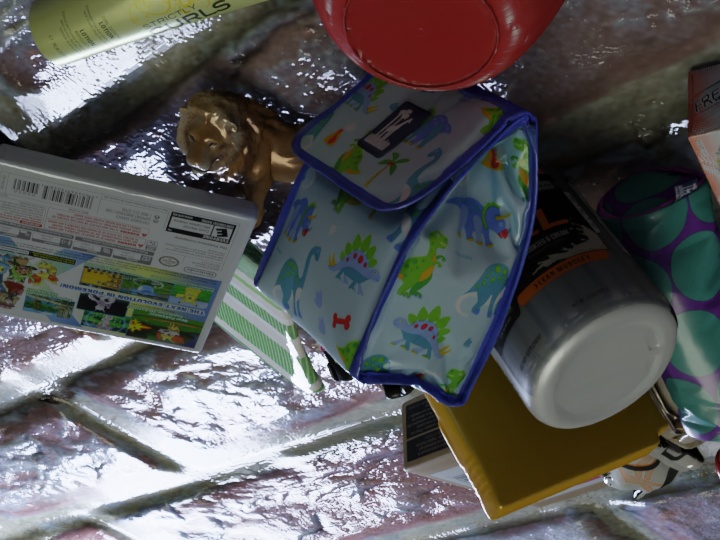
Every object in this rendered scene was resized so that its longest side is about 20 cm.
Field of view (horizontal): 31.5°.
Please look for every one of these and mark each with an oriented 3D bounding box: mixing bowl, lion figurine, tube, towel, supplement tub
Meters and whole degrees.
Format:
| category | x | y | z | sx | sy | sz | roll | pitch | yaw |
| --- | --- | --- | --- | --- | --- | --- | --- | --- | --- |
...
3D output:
| category | x | y | z | sx | sy | sz | roll | pitch | yaw |
| --- | --- | --- | --- | --- | --- | --- | --- | --- | --- |
| mixing bowl | 0.045 | -0.184 | 0.782 | 0.197 | 0.110 | 0.201 | 7 | 145 | 5 |
| lion figurine | -0.044 | -0.087 | 0.995 | 0.197 | 0.073 | 0.123 | 0 | 139 | -8 |
| tube | -0.139 | -0.193 | 0.880 | 0.198 | 0.053 | 0.058 | -13 | 179 | 25 |
| towel | -0.101 | 0.021 | 1.128 | 0.152 | 0.023 | 0.201 | 36 | 157 | 32 |
| supplement tub | 0.129 | 0.004 | 0.923 | 0.121 | 0.201 | 0.124 | -17 | 137 | -17 |

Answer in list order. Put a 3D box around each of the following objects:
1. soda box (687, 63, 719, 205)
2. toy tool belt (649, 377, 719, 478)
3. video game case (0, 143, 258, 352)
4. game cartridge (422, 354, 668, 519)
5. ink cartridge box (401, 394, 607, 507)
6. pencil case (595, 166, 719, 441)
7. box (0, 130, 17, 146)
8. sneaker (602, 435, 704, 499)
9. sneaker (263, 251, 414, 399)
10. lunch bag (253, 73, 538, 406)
| category | x | y | z | sx | sy | sz | roll | pitch | yaw |
| --- | --- | --- | --- | --- | --- | --- | --- | --- | --- |
| soda box | 0.295 | -0.064 | 0.915 | 0.068 | 0.064 | 0.200 | -11 | 140 | 28 |
| toy tool belt | 0.298 | 0.089 | 1.060 | 0.200 | 0.125 | 0.123 | 46 | 134 | 1 |
| video game case | -0.200 | -0.011 | 1.011 | 0.197 | 0.022 | 0.183 | 12 | 138 | -16 |
| game cartridge | 0.124 | 0.074 | 0.986 | 0.174 | 0.202 | 0.033 | -15 | 155 | -28 |
| ink cartridge box | 0.163 | 0.161 | 1.229 | 0.198 | 0.076 | 0.164 | 20 | 148 | -35 |
| pencil case | 0.252 | 0.023 | 0.956 | 0.091 | 0.085 | 0.202 | -25 | 103 | -5 |
| box | -0.399 | -0.065 | 1.074 | 0.198 | 0.125 | 0.199 | -11 | 141 | 30 |
| sneaker | 0.226 | 0.154 | 1.106 | 0.080 | 0.074 | 0.199 | -41 | 137 | 17 |
| sneaker | -0.016 | 0.052 | 1.149 | 0.199 | 0.088 | 0.074 | 30 | 142 | -21 |
| lunch bag | 0.029 | -0.038 | 0.868 | 0.126 | 0.202 | 0.170 | 18 | -168 | -35 |
